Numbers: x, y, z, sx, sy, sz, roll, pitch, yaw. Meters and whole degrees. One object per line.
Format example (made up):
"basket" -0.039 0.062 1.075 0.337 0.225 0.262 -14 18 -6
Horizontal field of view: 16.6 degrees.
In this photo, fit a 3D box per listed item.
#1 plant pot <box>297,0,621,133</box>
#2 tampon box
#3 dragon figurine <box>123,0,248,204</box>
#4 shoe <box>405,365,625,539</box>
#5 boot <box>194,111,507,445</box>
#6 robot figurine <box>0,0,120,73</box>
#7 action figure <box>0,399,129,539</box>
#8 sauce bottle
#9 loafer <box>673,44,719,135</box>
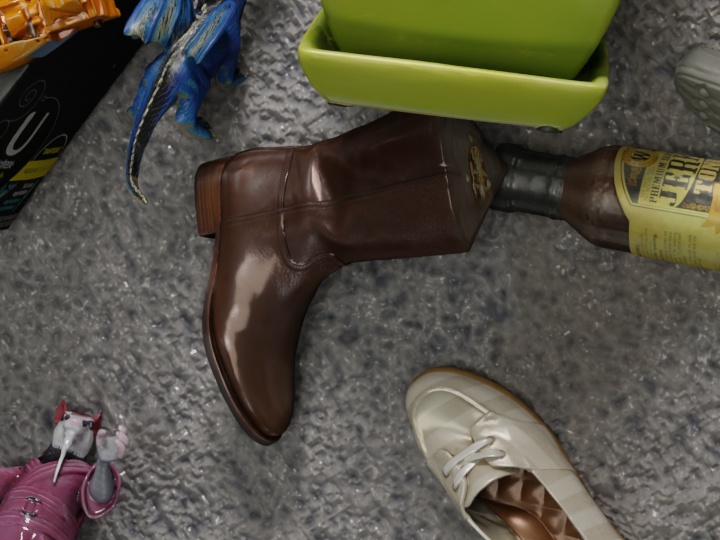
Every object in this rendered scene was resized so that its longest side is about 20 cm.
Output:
"plant pot" 0.063 -0.185 1.381 0.198 0.200 0.183 7 105 2
"tampon box" -0.231 -0.138 1.503 0.126 0.150 0.200 40 103 11
"dragon figurine" -0.105 -0.135 1.474 0.059 0.200 0.100 20 138 16
"shoe" 0.100 0.137 1.479 0.200 0.053 0.070 47 105 8
"boot" 0.000 0.000 1.472 0.199 0.064 0.188 -12 89 29
"robot figurine" -0.242 -0.164 1.395 0.199 0.058 0.146 -16 87 16
"action figure" -0.198 0.168 1.525 0.133 0.201 0.149 6 138 25
"sauce bottle" 0.172 -0.038 1.439 0.199 0.065 0.065 10 97 16
"loafer" 0.278 -0.090 1.410 0.199 0.070 0.070 23 68 17
